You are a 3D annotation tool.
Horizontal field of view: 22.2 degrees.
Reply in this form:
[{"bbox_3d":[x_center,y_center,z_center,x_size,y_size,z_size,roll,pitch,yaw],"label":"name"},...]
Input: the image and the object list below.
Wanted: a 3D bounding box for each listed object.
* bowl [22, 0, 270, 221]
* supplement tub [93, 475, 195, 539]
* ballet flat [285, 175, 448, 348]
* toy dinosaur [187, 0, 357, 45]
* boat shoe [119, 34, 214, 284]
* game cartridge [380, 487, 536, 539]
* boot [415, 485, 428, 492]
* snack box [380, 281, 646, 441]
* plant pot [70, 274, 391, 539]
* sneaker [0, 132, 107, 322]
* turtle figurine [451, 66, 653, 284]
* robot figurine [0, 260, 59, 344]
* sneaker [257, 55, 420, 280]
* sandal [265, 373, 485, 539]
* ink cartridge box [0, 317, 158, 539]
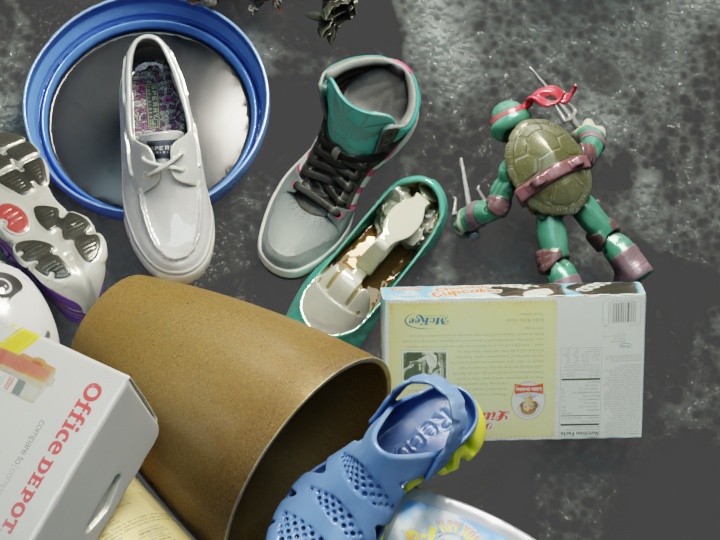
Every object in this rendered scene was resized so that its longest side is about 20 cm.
[{"bbox_3d":[-0.174,-0.130,1.501,0.200,0.039,0.201,1,67,-1],"label":"bowl"},{"bbox_3d":[-0.208,0.200,1.302,0.145,0.145,0.200,-40,64,-16],"label":"supplement tub"},{"bbox_3d":[0.000,0.000,1.436,0.067,0.070,0.200,35,72,11],"label":"ballet flat"},{"bbox_3d":[-0.059,-0.274,1.537,0.136,0.102,0.200,32,73,26],"label":"toy dinosaur"},{"bbox_3d":[-0.152,-0.090,1.427,0.072,0.069,0.201,-3,68,-3],"label":"boat shoe"},{"bbox_3d":[0.055,0.228,1.295,0.199,0.041,0.134,21,59,10],"label":"game cartridge"},{"bbox_3d":[0.024,0.244,1.341,0.174,0.069,0.200,33,60,10],"label":"boot"},{"bbox_3d":[0.115,0.070,1.396,0.199,0.037,0.117,-1,105,-2],"label":"snack box"},{"bbox_3d":[-0.112,0.093,1.349,0.200,0.187,0.187,33,70,22],"label":"plant pot"},{"bbox_3d":[-0.267,-0.031,1.444,0.080,0.084,0.200,-26,55,-21],"label":"sneaker"},{"bbox_3d":[0.144,-0.064,1.454,0.149,0.101,0.200,-27,79,-4],"label":"turtle figurine"},{"bbox_3d":[-0.325,0.067,1.369,0.199,0.125,0.151,-21,71,-6],"label":"robot figurine"},{"bbox_3d":[-0.014,-0.092,1.445,0.083,0.121,0.200,29,70,10],"label":"sneaker"},{"bbox_3d":[0.009,0.138,1.277,0.079,0.087,0.200,38,68,17],"label":"sandal"},{"bbox_3d":[-0.258,0.108,1.227,0.199,0.083,0.145,22,69,19],"label":"ink cartridge box"}]
